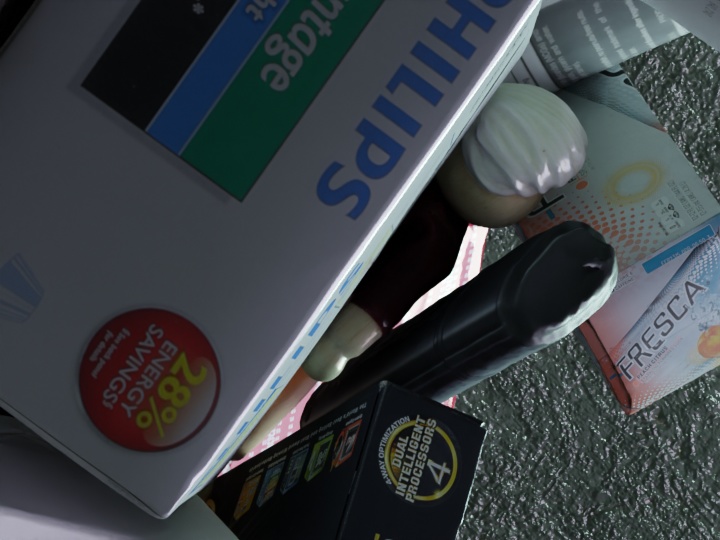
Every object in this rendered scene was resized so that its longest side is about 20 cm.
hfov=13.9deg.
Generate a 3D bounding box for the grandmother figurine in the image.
[{"bbox_3d":[0.000,0.000,1.079,0.200,0.061,0.122,-38,-146,20],"label":"grandmother figurine"}]

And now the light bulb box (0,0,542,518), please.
[{"bbox_3d":[-0.045,-0.040,0.932,0.199,0.125,0.200,-55,178,0],"label":"light bulb box"}]

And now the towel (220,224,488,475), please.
[{"bbox_3d":[-0.035,0.053,1.207,0.199,0.022,0.145,-17,130,-37],"label":"towel"}]

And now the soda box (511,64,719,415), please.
[{"bbox_3d":[0.087,-0.034,1.133,0.068,0.064,0.200,-30,-144,2],"label":"soda box"}]

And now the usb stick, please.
[{"bbox_3d":[0.032,0.029,1.071,0.055,0.033,0.200,-46,-175,-28],"label":"usb stick"}]

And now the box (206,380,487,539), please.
[{"bbox_3d":[-0.034,0.141,1.066,0.200,0.049,0.162,-32,-141,61],"label":"box"}]

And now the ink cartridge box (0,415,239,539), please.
[{"bbox_3d":[-0.143,0.156,1.014,0.144,0.084,0.201,18,102,-41],"label":"ink cartridge box"}]

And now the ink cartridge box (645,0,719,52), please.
[{"bbox_3d":[0.082,-0.165,0.816,0.147,0.200,0.086,-55,178,-3],"label":"ink cartridge box"}]

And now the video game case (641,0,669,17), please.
[{"bbox_3d":[0.092,-0.175,0.911,0.182,0.199,0.023,-54,169,-24],"label":"video game case"}]

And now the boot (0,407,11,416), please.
[{"bbox_3d":[-0.168,0.110,1.146,0.211,0.079,0.158,-54,178,-29],"label":"boot"}]

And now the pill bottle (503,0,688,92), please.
[{"bbox_3d":[0.051,-0.121,1.108,0.199,0.116,0.116,-23,-176,10],"label":"pill bottle"}]
